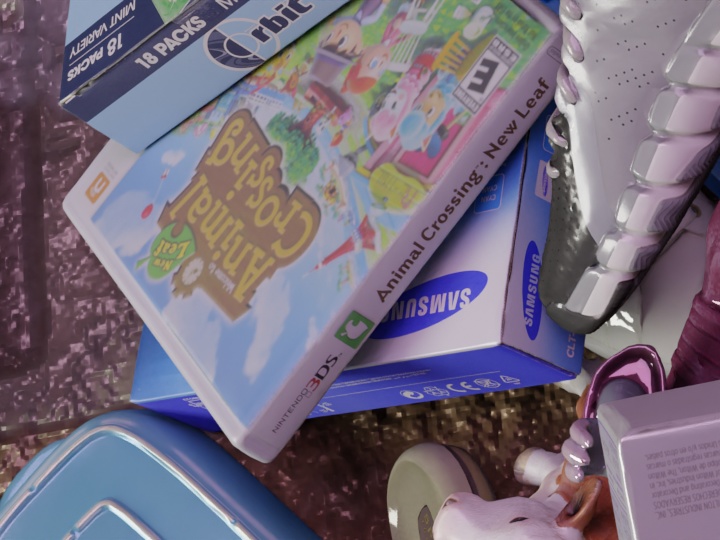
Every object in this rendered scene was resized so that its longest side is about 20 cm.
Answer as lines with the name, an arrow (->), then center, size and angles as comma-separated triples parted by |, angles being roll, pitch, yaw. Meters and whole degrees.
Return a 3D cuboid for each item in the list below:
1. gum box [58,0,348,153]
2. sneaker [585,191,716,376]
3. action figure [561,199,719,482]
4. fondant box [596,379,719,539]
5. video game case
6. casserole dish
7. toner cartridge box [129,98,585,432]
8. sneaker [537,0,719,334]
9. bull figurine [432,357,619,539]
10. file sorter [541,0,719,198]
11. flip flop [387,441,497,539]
gum box -> -0.040, -0.168, 1.119 | 0.170, 0.044, 0.201 | -32, 40, 34
sneaker -> 0.071, -0.034, 1.077 | 0.073, 0.085, 0.200 | -46, 65, -5
action figure -> 0.119, 0.020, 0.892 | 0.201, 0.133, 0.149 | -63, 19, 12
fondant box -> 0.154, 0.123, 0.799 | 0.143, 0.058, 0.201 | -11, 95, -1
video game case -> -0.020, -0.050, 1.057 | 0.182, 0.022, 0.200 | -52, 35, 7
casserole dish -> -0.070, 0.132, 1.086 | 0.200, 0.039, 0.121 | 41, 87, 26
toner cartridge box -> 0.000, 0.000, 1.060 | 0.199, 0.043, 0.095 | -12, 64, 46
sneaker -> 0.074, -0.082, 0.934 | 0.115, 0.075, 0.201 | 30, 121, 7
bull figurine -> 0.113, 0.064, 0.986 | 0.199, 0.065, 0.121 | -14, 27, -11
file sorter -> 0.142, -0.133, 1.052 | 0.139, 0.123, 0.200 | -37, 62, -15
flip flop -> 0.029, 0.152, 1.014 | 0.057, 0.081, 0.201 | 2, 60, -25
